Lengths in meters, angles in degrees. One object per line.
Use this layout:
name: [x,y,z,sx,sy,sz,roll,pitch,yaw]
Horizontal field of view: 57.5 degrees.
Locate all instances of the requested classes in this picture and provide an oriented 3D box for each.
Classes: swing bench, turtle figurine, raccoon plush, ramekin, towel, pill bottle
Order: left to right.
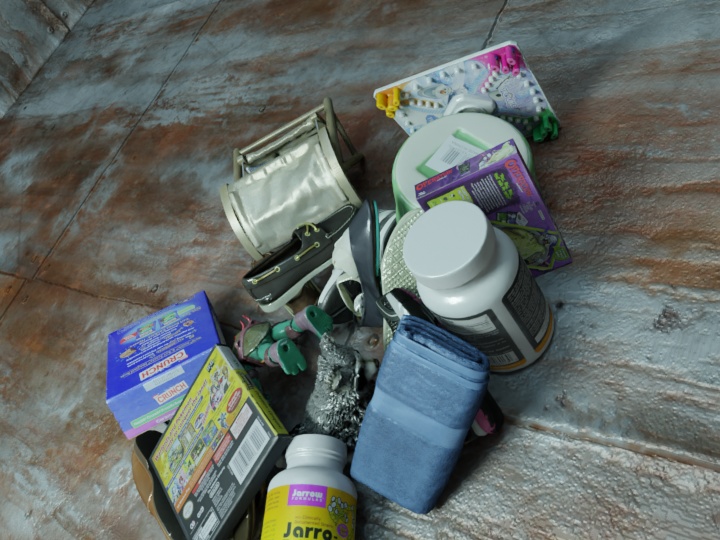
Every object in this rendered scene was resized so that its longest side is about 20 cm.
turtle figurine: [-0.123,0.113,0.884,0.200,0.100,0.151,-30,35,51]
swing bench: [-0.107,-0.149,1.051,0.198,0.130,0.201,-26,28,16]
pill bottle: [-0.057,0.290,0.725,0.104,0.104,0.201,-17,49,26]
raccoon plush: [-0.054,0.170,0.793,0.200,0.134,0.097,-42,44,2]
towel: [0.062,0.155,0.697,0.111,0.048,0.201,27,115,21]
ramekin: [0.135,-0.111,0.859,0.198,0.098,0.202,-8,57,12]
pill bottle: [0.131,0.021,0.724,0.116,0.200,0.117,-19,47,22]

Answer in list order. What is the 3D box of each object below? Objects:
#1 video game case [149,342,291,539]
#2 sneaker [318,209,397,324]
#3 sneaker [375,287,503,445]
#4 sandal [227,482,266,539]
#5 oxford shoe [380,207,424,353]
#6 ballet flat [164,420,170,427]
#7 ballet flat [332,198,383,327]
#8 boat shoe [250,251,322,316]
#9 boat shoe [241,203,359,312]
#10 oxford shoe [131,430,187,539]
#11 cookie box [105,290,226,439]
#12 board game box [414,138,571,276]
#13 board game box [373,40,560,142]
video game case: [-0.185,0.226,0.832,0.181,0.025,0.201,43,107,41]
sneaker: [-0.008,-0.011,0.961,0.201,0.076,0.115,-49,34,-17]
sneaker: [0.068,0.115,0.745,0.086,0.080,0.201,-39,72,19]
sandal: [-0.154,0.266,0.846,0.081,0.054,0.202,-23,60,35]
oxford shoe: [0.063,0.020,0.813,0.074,0.202,0.058,8,15,12]
ballet flat: [-0.247,0.223,0.947,0.199,0.074,0.075,21,71,44]
ballet flat: [0.000,0.000,0.839,0.072,0.201,0.073,-5,42,5]
boat shoe: [-0.121,0.009,1.013,0.075,0.075,0.202,-50,43,-7]
boat shoe: [-0.077,-0.029,0.921,0.201,0.061,0.072,-43,29,-10]
oxford shoe: [-0.267,0.314,0.908,0.200,0.071,0.072,45,118,45]
cookie box: [-0.284,0.131,0.975,0.170,0.076,0.200,-26,27,-8]
board game box: [0.158,-0.052,0.761,0.119,0.200,0.032,-20,46,22]
board game box: [0.150,-0.212,0.897,0.199,0.200,0.026,-12,64,29]
